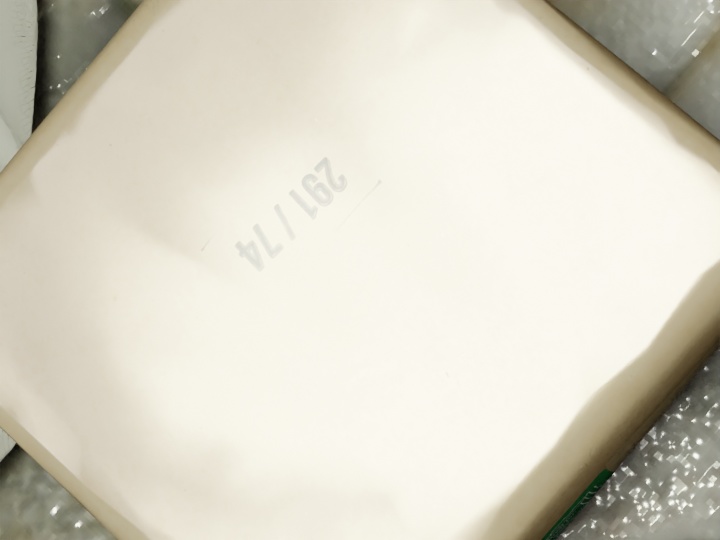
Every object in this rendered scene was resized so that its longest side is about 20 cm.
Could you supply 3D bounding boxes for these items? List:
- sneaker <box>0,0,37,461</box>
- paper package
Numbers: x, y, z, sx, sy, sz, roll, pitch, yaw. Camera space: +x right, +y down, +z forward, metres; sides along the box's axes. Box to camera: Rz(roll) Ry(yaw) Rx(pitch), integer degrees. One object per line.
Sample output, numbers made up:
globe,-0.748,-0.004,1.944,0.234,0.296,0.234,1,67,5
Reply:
sneaker,-0.154,-0.022,0.829,0.088,0.075,0.200,-6,78,35
paper package,0.000,0.000,0.735,0.191,0.103,0.200,42,95,11
